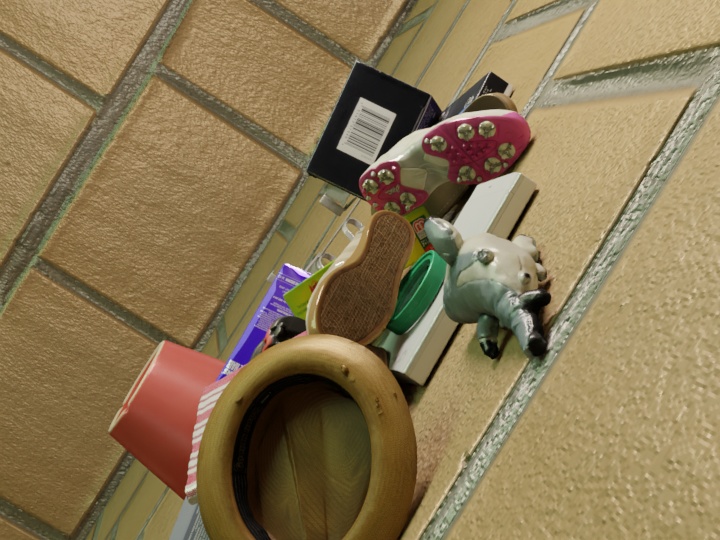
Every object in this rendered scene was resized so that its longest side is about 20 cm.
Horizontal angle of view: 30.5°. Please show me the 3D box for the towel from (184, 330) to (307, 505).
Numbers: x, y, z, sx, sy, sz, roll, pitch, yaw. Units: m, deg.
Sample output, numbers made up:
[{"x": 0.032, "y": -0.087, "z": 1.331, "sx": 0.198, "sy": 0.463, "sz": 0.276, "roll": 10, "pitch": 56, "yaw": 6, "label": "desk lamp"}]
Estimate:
[{"x": -0.083, "y": 0.125, "z": 1.181, "sx": 0.146, "sy": 0.030, "sz": 0.200, "roll": -30, "pitch": 20, "yaw": 11, "label": "towel"}]

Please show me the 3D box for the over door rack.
[{"x": -0.029, "y": -0.040, "z": 1.786, "sx": 0.148, "sy": 0.066, "sz": 0.200, "roll": -55, "pitch": -12, "yaw": 21, "label": "over door rack"}]

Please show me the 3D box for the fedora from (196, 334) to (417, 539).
[{"x": -0.031, "y": 0.153, "z": 1.014, "sx": 0.201, "sy": 0.200, "sz": 0.082, "roll": -58, "pitch": -31, "yaw": -2, "label": "fedora"}]

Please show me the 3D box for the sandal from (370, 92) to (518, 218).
[{"x": 0.103, "y": -0.111, "z": 1.420, "sx": 0.212, "sy": 0.078, "sz": 0.069, "roll": -44, "pitch": -17, "yaw": 34, "label": "sandal"}]

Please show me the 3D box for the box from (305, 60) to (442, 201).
[{"x": 0.023, "y": -0.159, "z": 1.629, "sx": 0.149, "sy": 0.104, "sz": 0.200, "roll": -65, "pitch": -8, "yaw": 4, "label": "box"}]

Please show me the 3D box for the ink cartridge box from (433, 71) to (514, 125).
[{"x": 0.109, "y": -0.157, "z": 1.564, "sx": 0.100, "sy": 0.039, "sz": 0.200, "roll": -62, "pitch": 9, "yaw": -20, "label": "ink cartridge box"}]

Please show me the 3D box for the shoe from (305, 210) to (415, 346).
[{"x": -0.002, "y": 0.020, "z": 1.189, "sx": 0.053, "sy": 0.070, "sz": 0.200, "roll": -50, "pitch": 5, "yaw": 39, "label": "shoe"}]

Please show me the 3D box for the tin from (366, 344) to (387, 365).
[{"x": -0.012, "y": 0.134, "z": 1.148, "sx": 0.113, "sy": 0.042, "sz": 0.200, "roll": -62, "pitch": 12, "yaw": 20, "label": "tin"}]

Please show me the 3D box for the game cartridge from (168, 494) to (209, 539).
[{"x": -0.118, "y": 0.238, "z": 1.154, "sx": 0.133, "sy": 0.042, "sz": 0.201, "roll": -8, "pitch": 51, "yaw": 43, "label": "game cartridge"}]

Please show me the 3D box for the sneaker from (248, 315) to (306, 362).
[{"x": -0.088, "y": 0.152, "z": 1.375, "sx": 0.098, "sy": 0.070, "sz": 0.202, "roll": -40, "pitch": 40, "yaw": 50, "label": "sneaker"}]

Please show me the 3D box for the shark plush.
[{"x": 0.109, "y": 0.026, "z": 0.974, "sx": 0.200, "sy": 0.090, "sz": 0.084, "roll": 39, "pitch": 117, "yaw": 61, "label": "shark plush"}]

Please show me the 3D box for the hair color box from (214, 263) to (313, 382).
[{"x": -0.104, "y": 0.105, "z": 1.627, "sx": 0.201, "sy": 0.064, "sz": 0.109, "roll": -62, "pitch": -24, "yaw": -15, "label": "hair color box"}]

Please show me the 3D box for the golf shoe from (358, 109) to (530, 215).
[{"x": 0.088, "y": -0.125, "z": 1.327, "sx": 0.199, "sy": 0.076, "sz": 0.092, "roll": -19, "pitch": 26, "yaw": 36, "label": "golf shoe"}]

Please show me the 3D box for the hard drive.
[{"x": 0.082, "y": 0.009, "z": 1.186, "sx": 0.201, "sy": 0.026, "sz": 0.132, "roll": -59, "pitch": 9, "yaw": -8, "label": "hard drive"}]

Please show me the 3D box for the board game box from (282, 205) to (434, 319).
[{"x": 0.000, "y": 0.000, "z": 1.425, "sx": 0.101, "sy": 0.048, "sz": 0.200, "roll": -31, "pitch": -1, "yaw": -28, "label": "board game box"}]

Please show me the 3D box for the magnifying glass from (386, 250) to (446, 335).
[{"x": 0.030, "y": 0.037, "z": 1.231, "sx": 0.080, "sy": 0.022, "sz": 0.200, "roll": -62, "pitch": 11, "yaw": -25, "label": "magnifying glass"}]

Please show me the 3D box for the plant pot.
[{"x": -0.222, "y": 0.197, "z": 1.740, "sx": 0.201, "sy": 0.177, "sz": 0.201, "roll": -56, "pitch": 10, "yaw": 14, "label": "plant pot"}]
